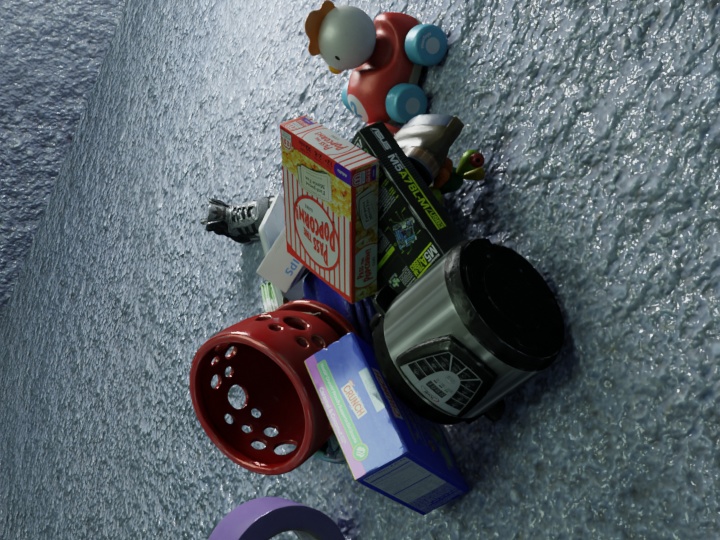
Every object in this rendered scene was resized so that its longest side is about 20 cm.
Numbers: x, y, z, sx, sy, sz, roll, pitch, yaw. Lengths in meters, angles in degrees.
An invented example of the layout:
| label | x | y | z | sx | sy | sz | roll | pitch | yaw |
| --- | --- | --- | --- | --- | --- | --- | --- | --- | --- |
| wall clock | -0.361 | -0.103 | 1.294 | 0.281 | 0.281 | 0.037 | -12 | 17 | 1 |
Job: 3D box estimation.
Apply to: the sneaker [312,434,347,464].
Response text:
| label | x | y | z | sx | sy | sz | roll | pitch | yaw |
| --- | --- | --- | --- | --- | --- | --- | --- | --- | --- |
| sneaker | -0.003 | 0.237 | 1.333 | 0.200 | 0.086 | 0.078 | -32 | 61 | 49 |

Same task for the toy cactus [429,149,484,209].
| label | x | y | z | sx | sy | sz | roll | pitch | yaw |
| --- | --- | --- | --- | --- | --- | --- | --- | --- | --- |
| toy cactus | 0.107 | -0.085 | 1.308 | 0.165 | 0.102 | 0.200 | -103 | 32 | -67 |

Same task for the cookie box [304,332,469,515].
| label | x | y | z | sx | sy | sz | roll | pitch | yaw |
| --- | --- | --- | --- | --- | --- | --- | --- | --- | --- |
| cookie box | 0.035 | 0.188 | 1.155 | 0.075 | 0.200 | 0.171 | -33 | 55 | 10 |

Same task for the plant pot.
| label | x | y | z | sx | sy | sz | roll | pitch | yaw |
| --- | --- | --- | --- | --- | --- | --- | --- | --- | --- |
| plant pot | -0.097 | 0.143 | 1.280 | 0.200 | 0.182 | 0.201 | 14 | 117 | 29 |

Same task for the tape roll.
| label | x | y | z | sx | sy | sz | roll | pitch | yaw |
| --- | --- | --- | --- | --- | --- | --- | --- | --- | --- |
| tape roll | -0.118 | 0.425 | 1.346 | 0.085 | 0.200 | 0.201 | -6 | 73 | 57 |

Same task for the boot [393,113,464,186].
| label | x | y | z | sx | sy | sz | roll | pitch | yaw |
| --- | --- | --- | --- | --- | --- | --- | --- | --- | --- |
| boot | 0.058 | -0.148 | 1.273 | 0.097 | 0.075 | 0.200 | -50 | 23 | -23 |

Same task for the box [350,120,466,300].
| label | x | y | z | sx | sy | sz | roll | pitch | yaw |
| --- | --- | --- | --- | --- | --- | --- | --- | --- | --- |
| box | 0.031 | -0.059 | 1.231 | 0.193 | 0.047 | 0.200 | 54 | 149 | 12 |

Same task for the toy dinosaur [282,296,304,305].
| label | x | y | z | sx | sy | sz | roll | pitch | yaw |
| --- | --- | --- | --- | --- | --- | --- | --- | --- | --- |
| toy dinosaur | -0.104 | 0.089 | 1.526 | 0.200 | 0.058 | 0.101 | -21 | -92 | -84 |

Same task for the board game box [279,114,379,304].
| label | x | y | z | sx | sy | sz | roll | pitch | yaw |
| --- | --- | --- | --- | --- | --- | --- | --- | --- | --- |
| board game box | -0.039 | -0.079 | 1.233 | 0.151 | 0.046 | 0.200 | 37 | 140 | 40 |

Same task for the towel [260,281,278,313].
| label | x | y | z | sx | sy | sz | roll | pitch | yaw |
| --- | --- | --- | --- | --- | --- | --- | --- | --- | --- |
| towel | -0.146 | 0.138 | 1.618 | 0.149 | 0.031 | 0.200 | 96 | 162 | -44 |

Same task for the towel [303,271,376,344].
| label | x | y | z | sx | sy | sz | roll | pitch | yaw |
| --- | --- | --- | --- | --- | --- | --- | --- | --- | --- |
| towel | -0.036 | 0.054 | 1.413 | 0.148 | 0.049 | 0.200 | 70 | 160 | 6 |

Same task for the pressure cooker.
| label | x | y | z | sx | sy | sz | roll | pitch | yaw |
| --- | --- | --- | --- | --- | --- | --- | --- | --- | --- |
| pressure cooker | 0.116 | 0.083 | 1.117 | 0.200 | 0.178 | 0.176 | -42 | 52 | 38 |

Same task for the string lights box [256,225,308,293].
| label | x | y | z | sx | sy | sz | roll | pitch | yaw |
| --- | --- | --- | --- | --- | --- | --- | --- | --- | --- |
| string lights box | -0.084 | -0.044 | 1.500 | 0.103 | 0.059 | 0.200 | -55 | -2 | 19 |

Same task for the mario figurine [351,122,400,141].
| label | x | y | z | sx | sy | sz | roll | pitch | yaw |
| --- | --- | --- | --- | --- | --- | --- | --- | --- | --- |
| mario figurine | 0.016 | -0.141 | 1.427 | 0.200 | 0.106 | 0.124 | -95 | 29 | -44 |

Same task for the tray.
| label | x | y | z | sx | sy | sz | roll | pitch | yaw |
| --- | --- | --- | --- | --- | --- | --- | --- | --- | --- |
| tray | -0.132 | -0.017 | 1.573 | 0.108 | 0.022 | 0.200 | -75 | -23 | -55 |

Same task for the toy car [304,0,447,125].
| label | x | y | z | sx | sy | sz | roll | pitch | yaw |
| --- | --- | --- | --- | --- | --- | --- | --- | --- | --- |
| toy car | -0.008 | -0.327 | 1.460 | 0.184 | 0.200 | 0.177 | 28 | 101 | 59 |

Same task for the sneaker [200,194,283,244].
| label | x | y | z | sx | sy | sz | roll | pitch | yaw |
| --- | --- | --- | --- | --- | --- | --- | --- | --- | --- |
| sneaker | -0.231 | -0.104 | 1.829 | 0.200 | 0.114 | 0.076 | -23 | 59 | 54 |
